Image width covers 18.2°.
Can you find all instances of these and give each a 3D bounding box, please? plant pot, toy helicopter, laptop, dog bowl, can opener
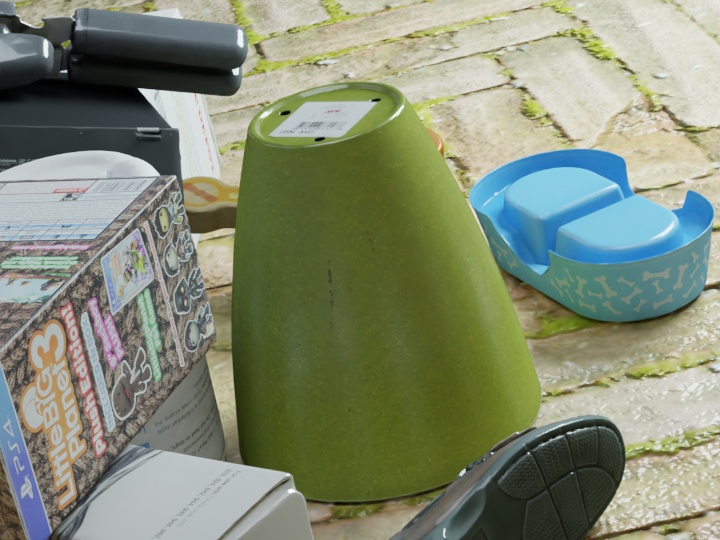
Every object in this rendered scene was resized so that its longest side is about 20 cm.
[{"bbox_3d":[0.000,0.000,1.315,0.186,0.201,0.187,-9,25,5],"label":"plant pot"},{"bbox_3d":[-0.036,-0.033,1.525,0.198,0.079,0.133,4,40,9],"label":"toy helicopter"},{"bbox_3d":[-0.216,-0.049,1.418,0.186,0.202,0.116,-1,-13,-21],"label":"laptop"},{"bbox_3d":[0.152,-0.023,1.473,0.111,0.050,0.200,-22,27,-21],"label":"dog bowl"},{"bbox_3d":[-0.173,-0.132,1.461,0.198,0.054,0.067,5,50,-10],"label":"can opener"}]

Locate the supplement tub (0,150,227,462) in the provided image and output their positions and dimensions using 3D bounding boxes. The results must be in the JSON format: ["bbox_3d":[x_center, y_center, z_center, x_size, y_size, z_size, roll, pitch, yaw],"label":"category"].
[{"bbox_3d":[-0.155,0.046,1.289,0.131,0.201,0.132,-10,25,5],"label":"supplement tub"}]

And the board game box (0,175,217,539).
[{"bbox_3d":[-0.188,0.041,1.092,0.158,0.097,0.200,0,28,26],"label":"board game box"}]

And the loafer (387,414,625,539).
[{"bbox_3d":[0.057,0.132,1.176,0.063,0.072,0.200,7,33,46],"label":"loafer"}]

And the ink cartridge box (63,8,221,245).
[{"bbox_3d":[-0.167,-0.084,1.630,0.083,0.146,0.200,-8,25,10],"label":"ink cartridge box"}]

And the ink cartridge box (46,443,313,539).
[{"bbox_3d":[-0.117,0.165,1.089,0.199,0.146,0.084,6,30,35],"label":"ink cartridge box"}]
